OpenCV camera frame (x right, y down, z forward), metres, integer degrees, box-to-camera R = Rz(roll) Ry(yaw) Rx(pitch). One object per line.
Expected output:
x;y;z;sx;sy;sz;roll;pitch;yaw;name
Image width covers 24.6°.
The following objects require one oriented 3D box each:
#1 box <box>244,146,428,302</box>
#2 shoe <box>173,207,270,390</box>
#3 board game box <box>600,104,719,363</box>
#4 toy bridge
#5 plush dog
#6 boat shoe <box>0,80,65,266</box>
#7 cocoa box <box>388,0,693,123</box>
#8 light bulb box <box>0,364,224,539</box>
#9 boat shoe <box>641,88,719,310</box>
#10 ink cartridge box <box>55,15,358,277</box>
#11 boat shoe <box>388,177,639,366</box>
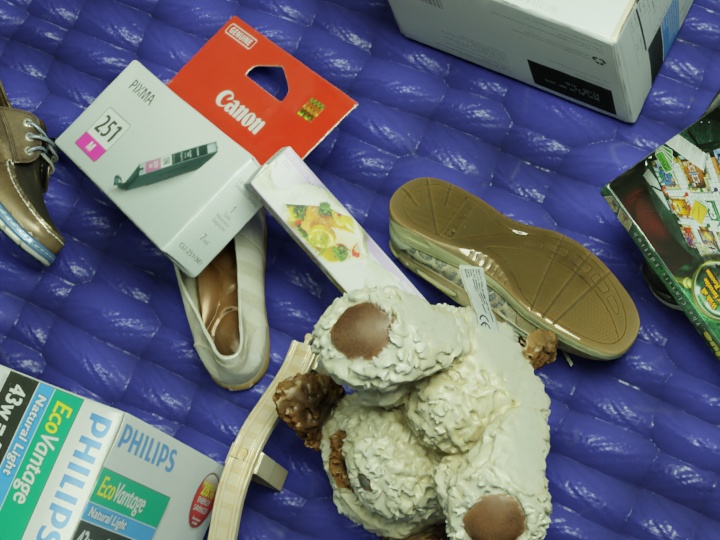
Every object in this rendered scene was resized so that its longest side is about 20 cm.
0.000;0.000;1.143;0.039;0.041;0.200;-42;99;-4;box
-0.104;-0.013;1.222;0.069;0.053;0.202;-16;68;9;shoe
0.256;-0.001;1.089;0.104;0.023;0.201;-33;86;-14;board game box
-0.072;0.137;1.154;0.027;0.067;0.201;17;77;20;toy bridge
0.040;0.107;1.092;0.172;0.160;0.201;-40;85;36;plush dog
-0.276;-0.093;1.288;0.072;0.072;0.200;-36;66;-1;boat shoe
0.130;-0.220;1.187;0.199;0.133;0.132;24;78;21;cocoa box
-0.226;0.142;1.123;0.199;0.198;0.126;18;79;21;light bulb box
0.255;-0.071;1.141;0.073;0.063;0.202;24;78;23;boat shoe
-0.119;-0.108;1.227;0.174;0.044;0.200;-47;43;-3;ink cartridge box
0.106;0.006;1.162;0.199;0.063;0.073;35;57;21;boat shoe
